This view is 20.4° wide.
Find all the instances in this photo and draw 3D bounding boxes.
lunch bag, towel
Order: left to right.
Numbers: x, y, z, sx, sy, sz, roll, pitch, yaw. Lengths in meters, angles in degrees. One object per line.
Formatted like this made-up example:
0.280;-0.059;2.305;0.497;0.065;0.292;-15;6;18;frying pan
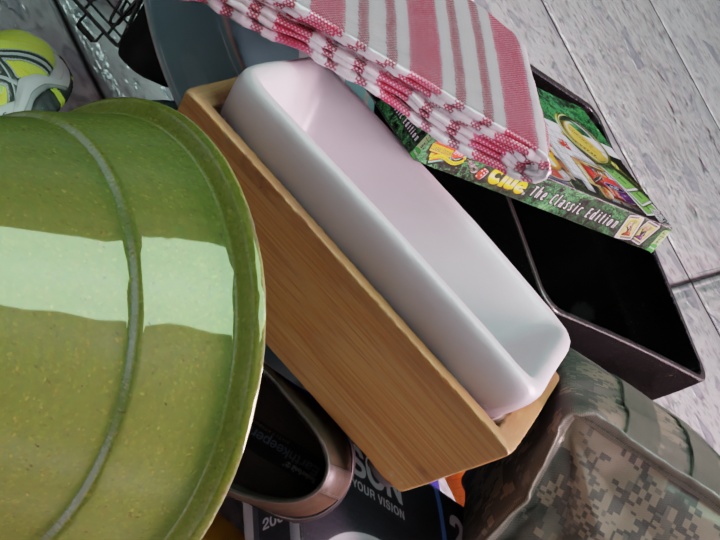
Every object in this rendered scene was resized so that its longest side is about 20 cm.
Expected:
0.001;-0.121;0.943;0.199;0.030;0.147;30;26;-16;towel
0.155;0.139;0.977;0.199;0.118;0.164;34;10;-2;lunch bag

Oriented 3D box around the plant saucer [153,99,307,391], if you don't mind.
-0.046;-0.016;1.005;0.200;0.027;0.200;43;17;-17;plant saucer

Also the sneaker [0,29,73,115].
-0.188;-0.077;0.883;0.077;0.075;0.200;54;21;-14;sneaker

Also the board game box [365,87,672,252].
0.074;-0.072;1.027;0.199;0.023;0.105;17;30;-46;board game box

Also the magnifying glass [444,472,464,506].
0.071;0.148;1.155;0.080;0.022;0.201;-119;-176;-51;magnifying glass

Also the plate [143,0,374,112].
-0.041;-0.127;1.019;0.200;0.025;0.202;32;50;-49;plate

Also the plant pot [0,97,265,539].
-0.169;0.017;0.696;0.189;0.200;0.201;14;49;-44;plant pot

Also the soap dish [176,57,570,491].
0.000;0.000;0.889;0.200;0.081;0.157;48;15;2;soap dish

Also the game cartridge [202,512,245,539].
-0.022;0.228;0.926;0.200;0.032;0.177;43;27;-30;game cartridge

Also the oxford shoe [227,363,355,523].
-0.090;0.040;0.853;0.199;0.073;0.084;26;-5;2;oxford shoe

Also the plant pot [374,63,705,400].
0.056;0.000;1.173;0.200;0.177;0.201;22;43;-52;plant pot

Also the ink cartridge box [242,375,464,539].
0.011;0.140;0.979;0.198;0.043;0.201;39;34;-45;ink cartridge box

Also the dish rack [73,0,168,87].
-0.116;-0.156;1.092;0.200;0.055;0.153;47;15;32;dish rack
